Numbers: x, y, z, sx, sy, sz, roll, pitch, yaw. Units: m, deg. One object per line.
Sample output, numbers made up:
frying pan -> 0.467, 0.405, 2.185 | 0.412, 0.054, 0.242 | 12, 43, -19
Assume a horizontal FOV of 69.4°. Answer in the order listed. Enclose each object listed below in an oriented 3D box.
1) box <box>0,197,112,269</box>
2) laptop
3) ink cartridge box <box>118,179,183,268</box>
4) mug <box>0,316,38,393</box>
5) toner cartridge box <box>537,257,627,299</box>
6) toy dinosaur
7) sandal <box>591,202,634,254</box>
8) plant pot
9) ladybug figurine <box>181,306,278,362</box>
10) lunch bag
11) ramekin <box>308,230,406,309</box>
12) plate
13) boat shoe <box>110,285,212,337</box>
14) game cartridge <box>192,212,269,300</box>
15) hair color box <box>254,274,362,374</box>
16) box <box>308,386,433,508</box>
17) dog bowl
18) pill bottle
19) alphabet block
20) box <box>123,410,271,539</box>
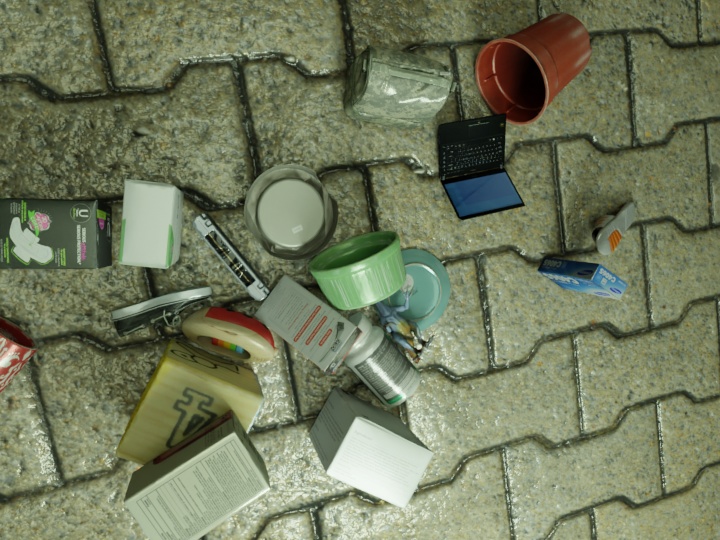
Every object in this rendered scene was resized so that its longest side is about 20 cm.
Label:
box -> -0.569, -0.065, 0.943 | 0.199, 0.148, 0.125 | 1, 93, -16
laptop -> 0.281, -0.240, 1.197 | 0.176, 0.103, 0.201 | -13, 118, -16
ink cartridge box -> -0.383, -0.086, 0.970 | 0.087, 0.200, 0.146 | 5, 94, -13
mug -> -0.717, 0.174, 0.931 | 0.177, 0.133, 0.200 | 43, 79, -17
toner cartridge box -> 0.523, 0.016, 1.241 | 0.095, 0.200, 0.043 | 30, 87, -16
toy dinosaur -> 0.069, 0.126, 1.167 | 0.181, 0.200, 0.105 | 35, 50, 15
sandal -> 0.643, -0.110, 1.346 | 0.206, 0.059, 0.079 | -37, 121, -31
plant pot -> 0.402, -0.469, 1.182 | 0.195, 0.201, 0.201 | -38, 103, -19
ladybug figurine -> -0.261, 0.129, 1.065 | 0.199, 0.136, 0.072 | 21, 58, -6
lunch bag -> 0.080, -0.389, 1.096 | 0.199, 0.168, 0.140 | 6, 93, -17
ramekin -> 0.000, 0.000, 1.094 | 0.199, 0.200, 0.098 | -24, 108, -13
plate -> 0.124, 0.049, 1.219 | 0.199, 0.026, 0.201 | -2, 96, -16
boat shoe -> -0.392, 0.084, 1.044 | 0.198, 0.074, 0.068 | -17, 95, -14
game cartridge -> -0.260, -0.029, 1.044 | 0.040, 0.133, 0.200 | -38, 103, -3
hair color box -> -0.108, 0.111, 1.084 | 0.200, 0.064, 0.111 | 34, 83, 22
box -> 0.015, 0.373, 1.122 | 0.199, 0.199, 0.131 | 30, 86, -16
dog bowl -> -0.149, -0.122, 1.108 | 0.199, 0.059, 0.201 | -1, 95, -16
pill bottle -> 0.032, 0.197, 1.158 | 0.113, 0.113, 0.200 | -43, 105, -9
alphabet block -> -0.326, 0.272, 1.019 | 0.199, 0.195, 0.197 | 27, 85, -16
box -> -0.272, 0.358, 0.887 | 0.199, 0.109, 0.128 | -30, 103, -12
